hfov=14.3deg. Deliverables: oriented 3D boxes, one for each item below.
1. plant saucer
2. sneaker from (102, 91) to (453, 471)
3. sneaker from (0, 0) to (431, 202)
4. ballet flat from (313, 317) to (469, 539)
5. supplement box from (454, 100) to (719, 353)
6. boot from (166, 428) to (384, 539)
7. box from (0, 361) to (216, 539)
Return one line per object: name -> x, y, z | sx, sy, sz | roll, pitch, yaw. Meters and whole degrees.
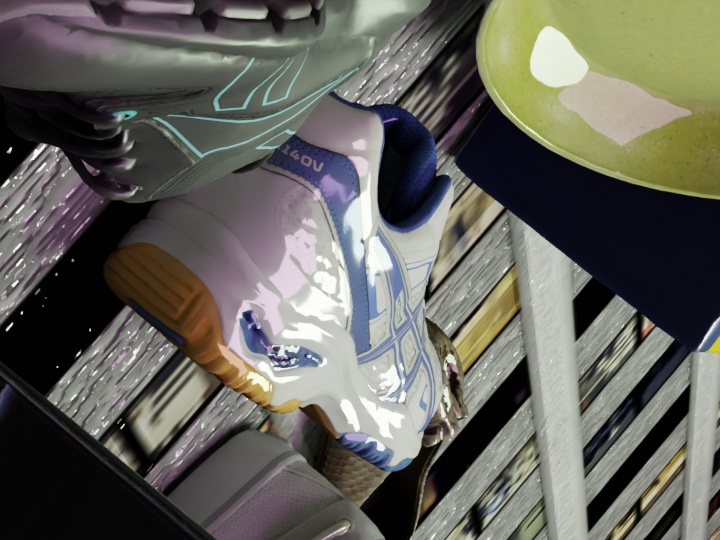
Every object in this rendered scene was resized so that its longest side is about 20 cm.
plant saucer -> 0.134, -0.075, 0.833 | 0.200, 0.199, 0.031 | 89, 3, -66
sneaker -> 0.000, 0.000, 0.825 | 0.088, 0.075, 0.200 | -52, 165, 1
sneaker -> -0.043, -0.047, 0.604 | 0.079, 0.075, 0.200 | -55, 164, 18
ballet flat -> 0.008, 0.082, 1.075 | 0.067, 0.046, 0.200 | -41, 161, -31
supplement box -> 0.130, -0.044, 1.030 | 0.110, 0.109, 0.200 | -54, 164, 9
boot -> -0.061, 0.143, 0.926 | 0.200, 0.096, 0.074 | -44, 162, -25
box -> -0.061, 0.102, 0.714 | 0.086, 0.164, 0.200 | -50, 163, -6
